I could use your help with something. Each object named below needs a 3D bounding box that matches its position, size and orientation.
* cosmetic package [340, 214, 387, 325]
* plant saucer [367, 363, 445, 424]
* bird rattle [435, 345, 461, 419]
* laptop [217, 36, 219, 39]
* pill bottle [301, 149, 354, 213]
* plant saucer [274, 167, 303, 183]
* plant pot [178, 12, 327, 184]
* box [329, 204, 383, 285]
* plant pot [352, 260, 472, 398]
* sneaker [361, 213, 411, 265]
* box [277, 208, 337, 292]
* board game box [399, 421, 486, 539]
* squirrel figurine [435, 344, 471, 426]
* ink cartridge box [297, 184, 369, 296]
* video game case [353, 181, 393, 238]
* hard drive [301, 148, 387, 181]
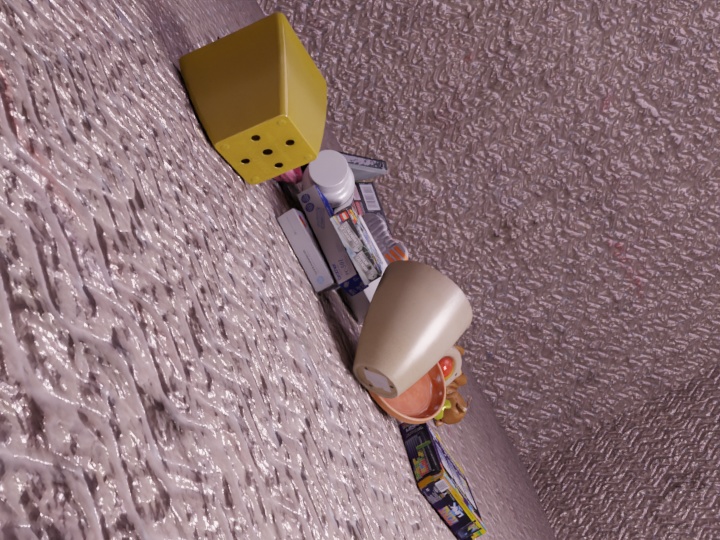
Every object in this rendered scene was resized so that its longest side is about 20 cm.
[{"bbox_3d":[0.000,0.000,1.680,0.202,0.084,0.108,62,-26,5],"label":"cosmetic package"},{"bbox_3d":[0.076,0.196,1.510,0.198,0.032,0.203,25,43,-25],"label":"plant saucer"},{"bbox_3d":[0.154,0.225,1.813,0.113,0.162,0.202,40,-22,53],"label":"bird rattle"},{"bbox_3d":[-0.217,-0.404,1.752,0.197,0.105,0.177,16,-17,29],"label":"laptop"},{"bbox_3d":[-0.068,-0.168,1.676,0.112,0.110,0.200,63,-11,17],"label":"pill bottle"},{"bbox_3d":[-0.188,-0.263,1.656,0.202,0.050,0.201,59,7,-12],"label":"plant saucer"},{"bbox_3d":[-0.166,-0.268,1.346,0.200,0.197,0.179,48,25,-58],"label":"plant pot"},{"bbox_3d":[-0.004,-0.053,1.518,0.138,0.039,0.200,61,5,-6],"label":"box"},{"bbox_3d":[0.074,0.119,1.422,0.185,0.201,0.189,25,-32,17],"label":"plant pot"},{"bbox_3d":[0.055,-0.037,1.756,0.201,0.077,0.112,54,-1,43],"label":"sneaker"},{"bbox_3d":[-0.086,-0.037,1.551,0.158,0.041,0.200,62,7,4],"label":"box"},{"bbox_3d":[0.156,0.398,1.532,0.201,0.056,0.166,56,7,-33],"label":"board game box"},{"bbox_3d":[0.193,0.290,2.004,0.199,0.140,0.189,26,43,-52],"label":"squirrel figurine"},{"bbox_3d":[-0.052,-0.056,1.530,0.202,0.044,0.094,64,7,21],"label":"ink cartridge box"},{"bbox_3d":[-0.020,-0.115,1.822,0.178,0.026,0.203,-3,62,-32],"label":"video game case"},{"bbox_3d":[-0.054,-0.231,1.800,0.198,0.138,0.034,3,81,-49],"label":"hard drive"}]
